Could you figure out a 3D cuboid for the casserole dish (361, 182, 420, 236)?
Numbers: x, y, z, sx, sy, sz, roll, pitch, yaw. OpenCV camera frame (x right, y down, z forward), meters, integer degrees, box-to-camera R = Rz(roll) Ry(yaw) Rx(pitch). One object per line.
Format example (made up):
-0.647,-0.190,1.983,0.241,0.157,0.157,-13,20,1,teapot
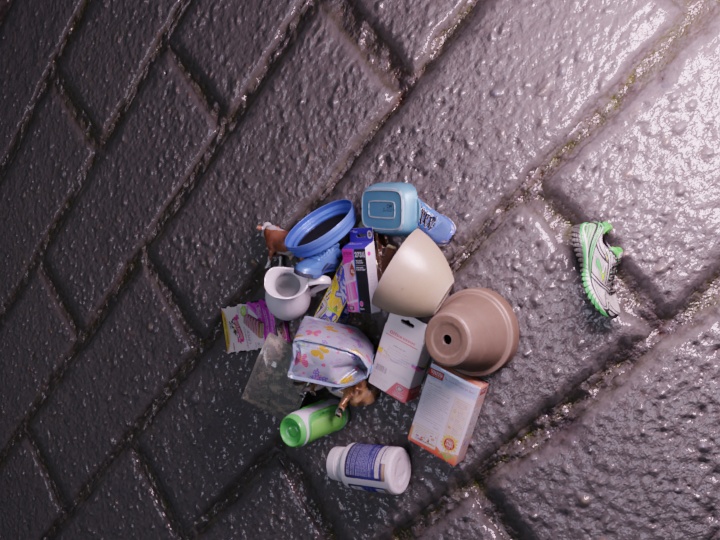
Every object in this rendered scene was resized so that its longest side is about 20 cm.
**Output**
0.061,-0.142,1.592,0.198,0.038,0.124,9,103,51,casserole dish

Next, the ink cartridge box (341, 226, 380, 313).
0.000,0.000,1.645,0.094,0.037,0.204,1,96,52,ink cartridge box

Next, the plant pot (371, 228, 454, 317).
0.134,0.026,1.552,0.133,0.200,0.202,32,110,11,plant pot

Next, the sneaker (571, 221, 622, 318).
0.488,-0.003,1.379,0.084,0.078,0.204,-16,82,32,sneaker

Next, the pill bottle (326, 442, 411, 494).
0.017,0.487,1.700,0.197,0.110,0.113,-4,90,34,pill bottle

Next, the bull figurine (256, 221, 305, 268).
-0.208,-0.063,1.860,0.197,0.065,0.124,10,101,36,bull figurine

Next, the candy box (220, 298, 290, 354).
-0.297,0.155,1.930,0.197,0.061,0.139,-13,85,34,candy box

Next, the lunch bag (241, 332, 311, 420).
-0.201,0.276,1.814,0.162,0.118,0.202,27,111,4,lunch bag

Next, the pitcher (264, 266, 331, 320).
-0.163,0.056,1.771,0.168,0.200,0.123,-1,72,-6,pitcher

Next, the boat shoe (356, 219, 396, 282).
0.052,-0.041,1.679,0.074,0.074,0.206,-24,78,26,boat shoe

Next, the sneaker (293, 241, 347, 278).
-0.096,-0.032,1.702,0.065,0.199,0.080,24,113,26,sneaker

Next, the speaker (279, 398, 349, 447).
-0.112,0.381,1.728,0.087,0.199,0.090,3,96,34,speaker

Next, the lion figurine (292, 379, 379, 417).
-0.059,0.291,1.720,0.198,0.123,0.073,29,142,13,lion figurine

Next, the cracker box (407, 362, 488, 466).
0.204,0.329,1.599,0.133,0.057,0.203,24,106,30,cracker box

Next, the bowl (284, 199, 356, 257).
-0.097,-0.104,1.717,0.198,0.202,0.040,-16,119,33,bowl

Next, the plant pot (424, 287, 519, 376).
0.226,0.140,1.507,0.198,0.173,0.204,1,92,35,plant pot

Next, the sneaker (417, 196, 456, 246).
0.135,-0.124,1.600,0.199,0.089,0.079,34,95,27,sneaker

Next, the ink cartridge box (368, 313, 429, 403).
0.105,0.199,1.654,0.115,0.067,0.203,26,107,30,ink cartridge box

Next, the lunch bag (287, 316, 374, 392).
-0.065,0.207,1.667,0.196,0.170,0.129,10,107,0,lunch bag

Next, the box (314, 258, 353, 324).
-0.038,0.053,1.748,0.070,0.064,0.202,37,111,27,box
